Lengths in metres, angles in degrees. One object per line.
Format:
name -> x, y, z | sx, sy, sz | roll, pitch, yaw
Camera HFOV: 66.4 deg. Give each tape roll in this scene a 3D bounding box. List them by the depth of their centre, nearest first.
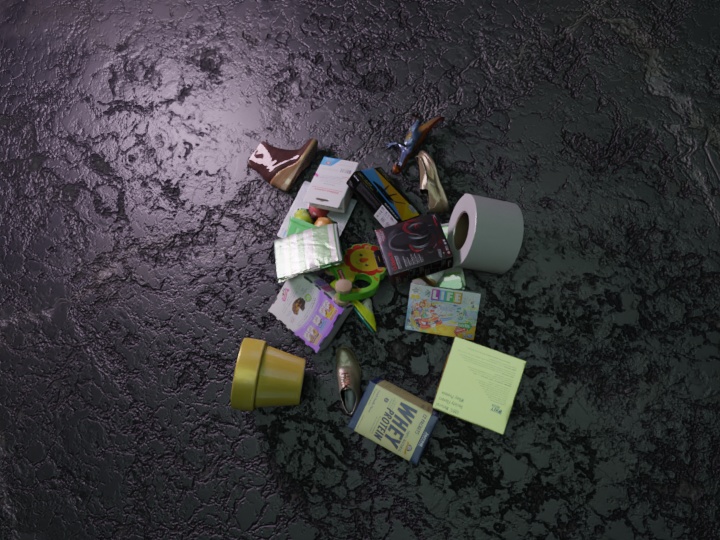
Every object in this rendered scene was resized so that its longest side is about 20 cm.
tape roll -> 0.337, -0.098, 1.506 | 0.138, 0.203, 0.204 | 10, 82, -11

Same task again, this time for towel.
towel -> -0.151, -0.053, 1.579 | 0.199, 0.023, 0.153 | -18, 55, 11
towel -> 0.222, -0.034, 1.618 | 0.152, 0.023, 0.201 | -7, 81, 9

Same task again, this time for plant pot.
plant pot -> -0.257, 0.307, 1.574 | 0.188, 0.201, 0.202 | 10, 83, -4

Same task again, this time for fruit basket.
fruit basket -> -0.132, -0.158, 1.683 | 0.184, 0.094, 0.201 | 21, 70, 11

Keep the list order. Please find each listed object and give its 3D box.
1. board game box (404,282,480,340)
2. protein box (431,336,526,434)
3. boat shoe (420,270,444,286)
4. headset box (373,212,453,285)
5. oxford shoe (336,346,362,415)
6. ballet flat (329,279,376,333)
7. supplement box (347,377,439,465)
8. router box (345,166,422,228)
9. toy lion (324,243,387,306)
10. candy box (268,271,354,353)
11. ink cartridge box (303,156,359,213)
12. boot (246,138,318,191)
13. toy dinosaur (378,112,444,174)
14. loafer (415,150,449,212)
board game box -> 0.234, 0.116, 1.572 | 0.199, 0.034, 0.135 | 8, 96, 8
protein box -> 0.318, 0.308, 1.497 | 0.198, 0.135, 0.201 | 18, 84, 11
boat shoe -> 0.156, -0.036, 1.579 | 0.200, 0.071, 0.069 | 39, 79, 21
headset box -> 0.136, -0.056, 1.510 | 0.199, 0.075, 0.149 | -16, 64, 0
oxford shoe -> -0.033, 0.317, 1.585 | 0.070, 0.075, 0.201 | -15, 79, 8
ballet flat -> -0.008, 0.093, 1.624 | 0.067, 0.067, 0.200 | -44, 76, -9
supplement box -> 0.097, 0.398, 1.487 | 0.199, 0.200, 0.135 | 26, 87, 11
router box -> 0.071, -0.211, 1.614 | 0.200, 0.149, 0.051 | 50, 126, 12
toy lion -> 0.000, 0.000, 1.587 | 0.191, 0.069, 0.200 | -8, 45, -14
candy box -> -0.146, 0.110, 1.609 | 0.200, 0.071, 0.168 | 39, 110, 15
ink cartridge box -> -0.085, -0.243, 1.640 | 0.115, 0.068, 0.201 | 12, 53, 12
boot -> -0.246, -0.365, 1.728 | 0.166, 0.072, 0.200 | 36, 92, 11
toy dinosaur -> 0.155, -0.381, 1.661 | 0.199, 0.105, 0.182 | 3, 102, -2
loafer -> 0.203, -0.262, 1.636 | 0.067, 0.076, 0.201 | -21, 78, -1
